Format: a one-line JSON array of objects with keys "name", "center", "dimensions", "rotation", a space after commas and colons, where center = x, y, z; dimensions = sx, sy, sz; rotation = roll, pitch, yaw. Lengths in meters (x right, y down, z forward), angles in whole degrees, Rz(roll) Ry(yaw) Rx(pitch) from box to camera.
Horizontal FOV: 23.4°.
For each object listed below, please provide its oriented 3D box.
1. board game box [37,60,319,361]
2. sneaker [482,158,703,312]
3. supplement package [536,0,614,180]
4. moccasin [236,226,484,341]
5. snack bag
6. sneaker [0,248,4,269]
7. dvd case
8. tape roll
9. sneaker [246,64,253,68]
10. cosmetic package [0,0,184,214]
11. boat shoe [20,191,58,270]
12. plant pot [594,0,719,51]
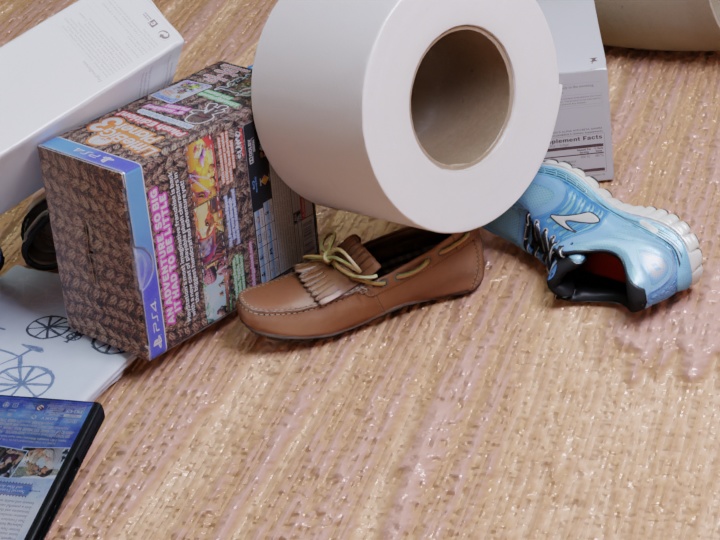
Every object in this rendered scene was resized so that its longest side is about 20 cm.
[{"name": "board game box", "center": [-0.137, -0.051, 1.365], "dimensions": [0.097, 0.160, 0.200], "rotation": [19, 35, 37]}, {"name": "sneaker", "center": [0.163, -0.024, 1.350], "dimensions": [0.200, 0.079, 0.090], "rotation": [22, 47, 40]}, {"name": "supplement package", "center": [0.116, -0.155, 1.533], "dimensions": [0.199, 0.111, 0.156], "rotation": [-5, 33, 5]}, {"name": "moccasin", "center": [0.000, 0.001, 1.348], "dimensions": [0.200, 0.078, 0.074], "rotation": [-13, 33, -7]}, {"name": "snack bag", "center": [-0.260, 0.060, 1.374], "dimensions": [0.188, 0.021, 0.200], "rotation": [10, 34, 26]}, {"name": "sneaker", "center": [-0.371, -0.007, 1.456], "dimensions": [0.199, 0.089, 0.079], "rotation": [-6, 37, 45]}, {"name": "dvd case", "center": [-0.276, 0.160, 1.201], "dimensions": [0.142, 0.018, 0.200], "rotation": [3, 40, 16]}, {"name": "tape roll", "center": [0.035, -0.137, 1.330], "dimensions": [0.202, 0.203, 0.139], "rotation": [-32, 29, -32]}, {"name": "sneaker", "center": [-0.111, -0.150, 1.630], "dimensions": [0.199, 0.076, 0.105], "rotation": [-9, 20, -15]}, {"name": "cosmetic package", "center": [-0.242, -0.131, 1.355], "dimensions": [0.200, 0.113, 0.081], "rotation": [-35, 78, -29]}, {"name": "boat shoe", "center": [-0.206, -0.066, 1.460], "dimensions": [0.199, 0.074, 0.060], "rotation": [-28, 29, 18]}, {"name": "plant pot", "center": [0.260, -0.289, 1.671], "dimensions": [0.199, 0.188, 0.187], "rotation": [-6, 30, 30]}]
